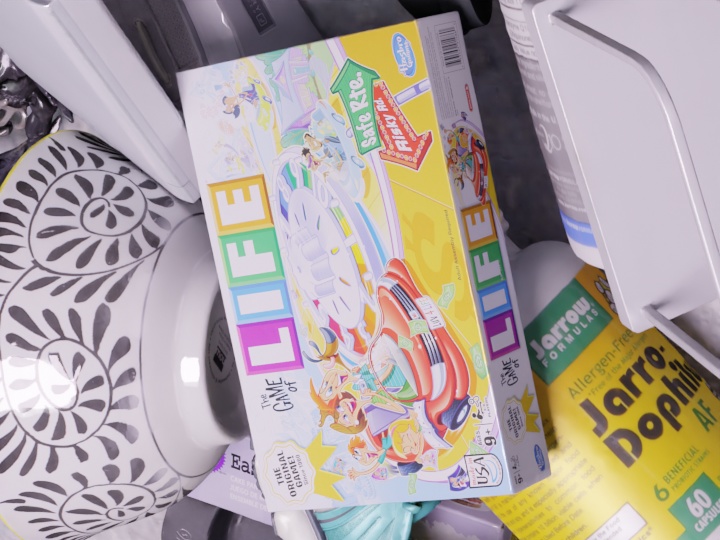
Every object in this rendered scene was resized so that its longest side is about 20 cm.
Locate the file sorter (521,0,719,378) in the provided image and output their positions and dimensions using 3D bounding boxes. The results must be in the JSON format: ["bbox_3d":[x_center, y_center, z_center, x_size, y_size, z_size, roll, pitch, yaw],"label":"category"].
[{"bbox_3d":[0.186,-0.062,0.881,0.199,0.125,0.140,-23,110,-7],"label":"file sorter"}]

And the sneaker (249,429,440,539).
[{"bbox_3d":[-0.002,0.095,1.148,0.079,0.078,0.201,-7,114,17],"label":"sneaker"}]

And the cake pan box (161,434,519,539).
[{"bbox_3d":[-0.009,0.163,1.253,0.199,0.052,0.185,19,122,23],"label":"cake pan box"}]

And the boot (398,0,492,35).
[{"bbox_3d":[-0.045,-0.175,1.037,0.162,0.073,0.199,-18,100,16],"label":"boot"}]

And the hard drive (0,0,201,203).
[{"bbox_3d":[-0.139,-0.111,1.044,0.132,0.027,0.200,39,171,24],"label":"hard drive"}]

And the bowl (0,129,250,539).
[{"bbox_3d":[-0.098,0.035,1.137,0.094,0.201,0.202,3,118,21],"label":"bowl"}]

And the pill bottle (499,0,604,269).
[{"bbox_3d":[0.114,-0.111,0.975,0.113,0.114,0.201,-4,114,34],"label":"pill bottle"}]

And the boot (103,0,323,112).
[{"bbox_3d":[-0.074,-0.098,1.139,0.095,0.073,0.201,-18,97,44],"label":"boot"}]

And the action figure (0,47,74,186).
[{"bbox_3d":[-0.212,-0.074,1.213,0.119,0.102,0.200,46,133,16],"label":"action figure"}]

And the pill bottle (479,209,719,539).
[{"bbox_3d":[0.088,0.059,1.089,0.200,0.113,0.113,46,131,2],"label":"pill bottle"}]

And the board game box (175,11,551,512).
[{"bbox_3d":[0.000,0.000,1.037,0.134,0.034,0.201,-9,96,37],"label":"board game box"}]
